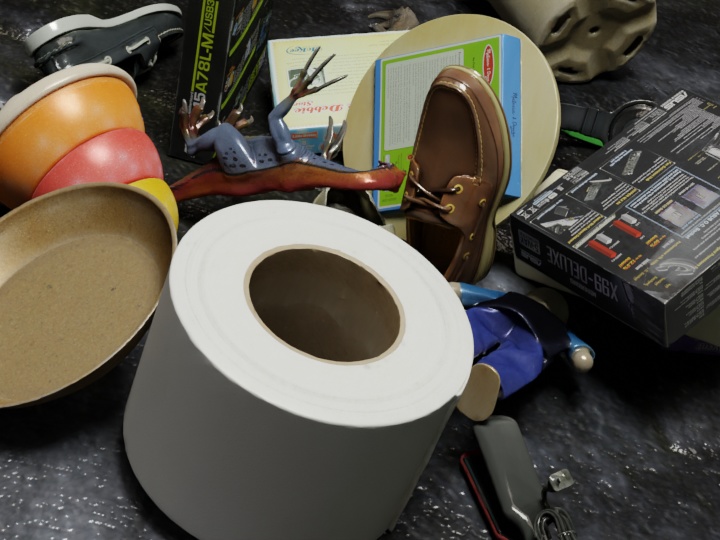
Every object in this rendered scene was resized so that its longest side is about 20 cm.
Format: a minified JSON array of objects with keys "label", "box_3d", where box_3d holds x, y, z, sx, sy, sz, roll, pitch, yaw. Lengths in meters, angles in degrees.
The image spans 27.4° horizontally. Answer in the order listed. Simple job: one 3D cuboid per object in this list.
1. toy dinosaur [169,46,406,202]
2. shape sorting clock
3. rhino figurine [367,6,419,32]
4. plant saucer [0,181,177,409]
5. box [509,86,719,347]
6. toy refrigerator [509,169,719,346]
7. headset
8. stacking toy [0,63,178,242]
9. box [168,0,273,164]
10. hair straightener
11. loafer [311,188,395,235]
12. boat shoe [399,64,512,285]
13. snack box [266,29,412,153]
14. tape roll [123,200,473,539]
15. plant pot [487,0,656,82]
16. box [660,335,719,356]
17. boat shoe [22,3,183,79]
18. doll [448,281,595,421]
[{"label":"toy dinosaur","box_3d":[-0.058,-0.077,1.171,0.181,0.200,0.105,38,8,35]},{"label":"shape sorting clock","box_3d":[0.075,-0.118,1.240,0.200,0.200,0.039,43,12,33]},{"label":"rhino figurine","box_3d":[0.077,-0.208,1.442,0.087,0.060,0.200,-40,57,-21]},{"label":"plant saucer","box_3d":[-0.211,0.023,1.021,0.199,0.035,0.201,-14,45,14]},{"label":"box","box_3d":[0.239,-0.047,1.123,0.200,0.050,0.158,-36,46,-23]},{"label":"toy refrigerator","box_3d":[0.223,-0.015,1.180,0.200,0.070,0.076,21,49,36]},{"label":"headset","box_3d":[0.270,-0.128,1.345,0.199,0.094,0.123,21,5,30]},{"label":"stacking toy","box_3d":[-0.188,-0.044,1.128,0.146,0.146,0.200,-25,70,-40]},{"label":"box","box_3d":[-0.113,-0.225,1.300,0.047,0.194,0.200,17,38,1]},{"label":"hair straightener","box_3d":[0.112,0.165,0.956,0.041,0.077,0.200,2,38,-15]},{"label":"loafer","box_3d":[0.000,0.000,1.144,0.075,0.068,0.200,-7,41,-24]},{"label":"boat shoe","box_3d":[0.069,-0.059,1.134,0.072,0.201,0.068,23,41,27]},{"label":"snack box","box_3d":[0.019,-0.164,1.343,0.199,0.037,0.116,-5,52,-5]},{"label":"tape roll","box_3d":[-0.042,0.070,0.960,0.202,0.139,0.203,14,38,-11]},{"label":"plant pot","box_3d":[0.209,-0.301,1.523,0.200,0.201,0.184,-4,51,-21]},{"label":"box","box_3d":[0.305,-0.003,1.265,0.136,0.039,0.200,6,37,-8]},{"label":"boat shoe","box_3d":[-0.223,-0.198,1.343,0.200,0.075,0.060,-26,89,-52]},{"label":"doll","box_3d":[0.106,0.047,1.100,0.136,0.049,0.200,29,26,20]}]
